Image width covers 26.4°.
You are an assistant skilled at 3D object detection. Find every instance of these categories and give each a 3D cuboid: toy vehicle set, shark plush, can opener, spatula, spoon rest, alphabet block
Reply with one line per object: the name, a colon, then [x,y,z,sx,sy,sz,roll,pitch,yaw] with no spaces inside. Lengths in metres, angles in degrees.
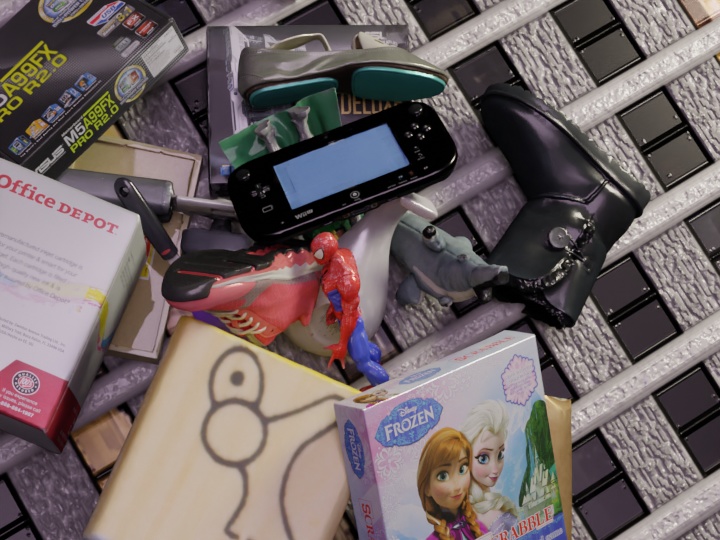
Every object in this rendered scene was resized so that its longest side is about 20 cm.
toy vehicle set: [-0.228,-0.023,1.437,0.123,0.027,0.202,12,75,-3]
shark plush: [0.069,-0.006,1.392,0.090,0.200,0.084,-35,114,-2]
can opener: [-0.190,-0.048,1.406,0.197,0.053,0.068,7,76,-3]
spatula: [-0.161,-0.004,1.395,0.056,0.021,0.201,-26,113,22]
spoon rest: [0.000,0.000,1.397,0.099,0.201,0.061,26,30,-19]
alphabet block: [-0.107,0.182,1.313,0.194,0.196,0.202,25,75,-1]

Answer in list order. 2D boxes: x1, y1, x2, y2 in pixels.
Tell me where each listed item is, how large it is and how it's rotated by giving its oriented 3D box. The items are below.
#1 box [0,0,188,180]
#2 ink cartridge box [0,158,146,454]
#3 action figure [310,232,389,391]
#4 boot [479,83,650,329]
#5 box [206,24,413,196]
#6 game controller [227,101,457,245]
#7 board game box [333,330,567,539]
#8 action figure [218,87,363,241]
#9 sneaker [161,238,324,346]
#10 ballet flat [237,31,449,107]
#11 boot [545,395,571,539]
box: [-0.281,-0.183,1.424,0.200,0.044,0.160,-46,54,-14]
ink cartridge box: [-0.287,0.031,1.328,0.144,0.145,0.202,23,75,1]
action figure: [-0.010,0.049,1.353,0.051,0.202,0.066,-12,36,2]
boot: [0.160,-0.060,1.461,0.199,0.076,0.169,38,72,-2]
box: [-0.049,-0.154,1.476,0.197,0.050,0.160,-1,77,-5]
game controller: [-0.016,-0.085,1.334,0.198,0.042,0.105,-22,36,-5]
board game box: [0.080,0.175,1.277,0.199,0.041,0.202,-21,105,-37]
action figure: [-0.037,-0.052,1.419,0.117,0.055,0.202,-24,110,-2]
sneaker: [-0.090,0.026,1.297,0.073,0.199,0.088,9,102,32]
ballet flat: [-0.017,-0.193,1.429,0.197,0.068,0.064,-4,70,-6]
boot: [0.187,0.215,1.404,0.173,0.066,0.203,1,75,-6]
